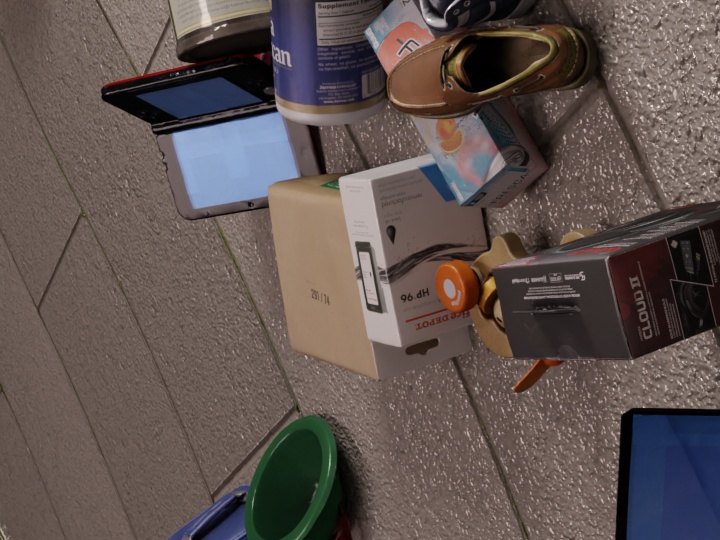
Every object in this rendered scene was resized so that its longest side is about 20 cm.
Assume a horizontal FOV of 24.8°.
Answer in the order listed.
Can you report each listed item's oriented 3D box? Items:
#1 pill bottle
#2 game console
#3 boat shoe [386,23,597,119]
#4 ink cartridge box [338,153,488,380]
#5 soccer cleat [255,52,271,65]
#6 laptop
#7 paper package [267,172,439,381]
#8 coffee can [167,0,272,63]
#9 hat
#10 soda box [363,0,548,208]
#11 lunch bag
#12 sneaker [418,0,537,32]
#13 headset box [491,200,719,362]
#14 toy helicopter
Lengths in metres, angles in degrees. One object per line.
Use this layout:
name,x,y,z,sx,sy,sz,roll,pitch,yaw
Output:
pill bottle,-0.033,-0.252,1.587,0.111,0.111,0.201,33,131,52
game console,-0.161,-0.142,1.785,0.199,0.172,0.119,-9,74,27
boat shoe,0.094,-0.172,1.358,0.199,0.068,0.072,-11,84,37
ink cartridge box,0.060,-0.002,1.541,0.068,0.116,0.201,9,113,61
soccer cleat,-0.149,-0.195,1.882,0.086,0.070,0.201,-70,2,-63
laptop,0.295,0.207,1.228,0.200,0.103,0.178,34,134,51
paper package,0.000,0.000,1.668,0.200,0.103,0.192,15,117,60
coffee can,-0.138,-0.330,1.690,0.146,0.146,0.201,-15,87,63
hat,-0.027,0.297,1.967,0.165,0.176,0.201,22,85,59
soda box,0.083,-0.154,1.452,0.064,0.068,0.201,-43,64,32
lunch bag,-0.158,0.357,2.042,0.136,0.200,0.133,8,131,59
sneaker,0.111,-0.264,1.314,0.070,0.108,0.200,62,150,21
headset box,0.205,0.008,1.186,0.149,0.199,0.078,-6,99,63
toy helicopter,0.156,0.024,1.422,0.200,0.079,0.133,-38,71,57
